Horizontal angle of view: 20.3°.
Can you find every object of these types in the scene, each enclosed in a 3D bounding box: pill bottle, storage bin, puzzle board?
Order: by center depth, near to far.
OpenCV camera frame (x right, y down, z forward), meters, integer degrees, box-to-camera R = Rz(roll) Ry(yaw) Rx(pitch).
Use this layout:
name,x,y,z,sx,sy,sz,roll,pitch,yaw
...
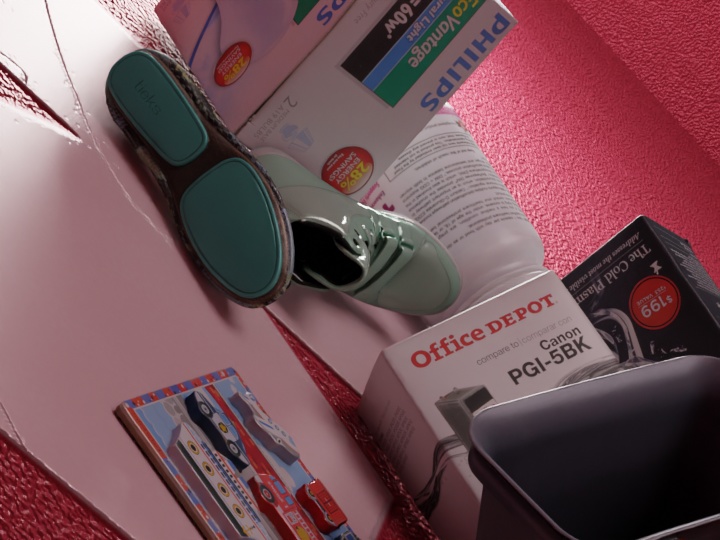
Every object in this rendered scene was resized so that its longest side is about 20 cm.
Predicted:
name,x,y,z,sx,sy,sz,roll,pitch,yaw
puzzle board,-0.041,0.141,1.111,0.201,0.017,0.151,53,17,8
storage bin,0.157,0.154,1.120,0.199,0.135,0.146,-13,38,-32
pill bottle,0.073,-0.026,1.578,0.201,0.113,0.113,58,19,24

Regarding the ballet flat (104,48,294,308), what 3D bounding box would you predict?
name,x,y,z,sx,sy,sz,roll,pitch,yaw
ballet flat,-0.096,-0.057,1.307,0.201,0.074,0.074,60,20,19

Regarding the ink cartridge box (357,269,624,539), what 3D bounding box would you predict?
name,x,y,z,sx,sy,sz,roll,pitch,yaw
ink cartridge box,0.112,0.120,1.295,0.201,0.146,0.083,56,-26,22

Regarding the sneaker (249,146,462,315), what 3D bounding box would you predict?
name,x,y,z,sx,sy,sz,roll,pitch,yaw
sneaker,-0.001,0.000,1.401,0.199,0.074,0.118,29,19,-28

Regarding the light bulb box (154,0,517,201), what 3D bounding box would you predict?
name,x,y,z,sx,sy,sz,roll,pitch,yaw
light bulb box,-0.023,-0.186,1.483,0.124,0.198,0.200,34,13,-38

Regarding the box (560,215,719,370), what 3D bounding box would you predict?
name,x,y,z,sx,sy,sz,roll,pitch,yaw
box,0.197,0.097,1.489,0.183,0.200,0.104,57,17,24
